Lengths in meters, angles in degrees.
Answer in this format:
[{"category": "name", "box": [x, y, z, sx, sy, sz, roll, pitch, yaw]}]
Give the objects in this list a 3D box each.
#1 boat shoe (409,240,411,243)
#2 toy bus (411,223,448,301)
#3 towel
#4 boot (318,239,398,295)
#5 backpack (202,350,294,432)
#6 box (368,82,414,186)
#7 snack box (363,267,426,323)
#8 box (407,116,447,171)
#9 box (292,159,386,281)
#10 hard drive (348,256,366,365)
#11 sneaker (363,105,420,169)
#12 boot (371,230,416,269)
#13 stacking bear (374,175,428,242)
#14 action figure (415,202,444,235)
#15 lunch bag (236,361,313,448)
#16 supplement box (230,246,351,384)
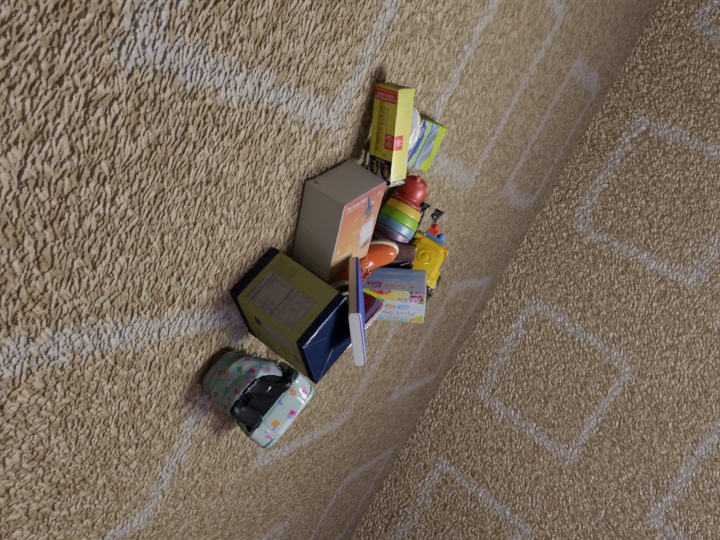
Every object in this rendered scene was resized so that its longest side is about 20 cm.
[{"category": "boat shoe", "box": [0.082, -0.073, 1.818, 0.201, 0.071, 0.064, -58, 159, 5]}, {"category": "toy bus", "box": [0.165, -0.025, 1.834, 0.193, 0.135, 0.200, -60, 176, -16]}, {"category": "towel", "box": [-0.062, 0.085, 1.555, 0.144, 0.199, 0.023, -47, 144, -24]}, {"category": "boot", "box": [0.000, 0.000, 1.557, 0.198, 0.108, 0.075, -19, 139, 5]}, {"category": "backpack", "box": [-0.252, 0.256, 1.477, 0.168, 0.126, 0.200, -57, 161, -4]}, {"category": "box", "box": [0.062, -0.283, 1.408, 0.050, 0.075, 0.202, -17, 124, -40]}, {"category": "snack box", "box": [0.081, 0.064, 1.700, 0.200, 0.167, 0.068, 80, 15, -65]}, {"category": "box", "box": [0.136, -0.310, 1.637, 0.200, 0.047, 0.123, -9, 128, -63]}, {"category": "box", "box": [-0.047, -0.107, 1.441, 0.152, 0.106, 0.201, -35, 150, -43]}, {"category": "hard drive", "box": [-0.007, 0.081, 1.409, 0.201, 0.025, 0.133, -91, 176, -56]}, {"category": "sneaker", "box": [0.064, -0.277, 1.496, 0.092, 0.075, 0.201, -11, 129, -56]}, {"category": "boot", "box": [0.053, -0.071, 1.617, 0.201, 0.164, 0.073, 95, -1, -50]}, {"category": "stacking bear", "box": [0.102, -0.148, 1.717, 0.201, 0.113, 0.121, -62, 159, 1]}, {"category": "action figure", "box": [0.176, -0.088, 1.946, 0.102, 0.118, 0.202, 2, 114, -60]}, {"category": "lunch bag", "box": [-0.208, 0.322, 1.645, 0.200, 0.077, 0.160, -51, -158, -13]}, {"category": "supplement box", "box": [-0.136, 0.096, 1.402, 0.134, 0.199, 0.201, -48, 157, -21]}]
